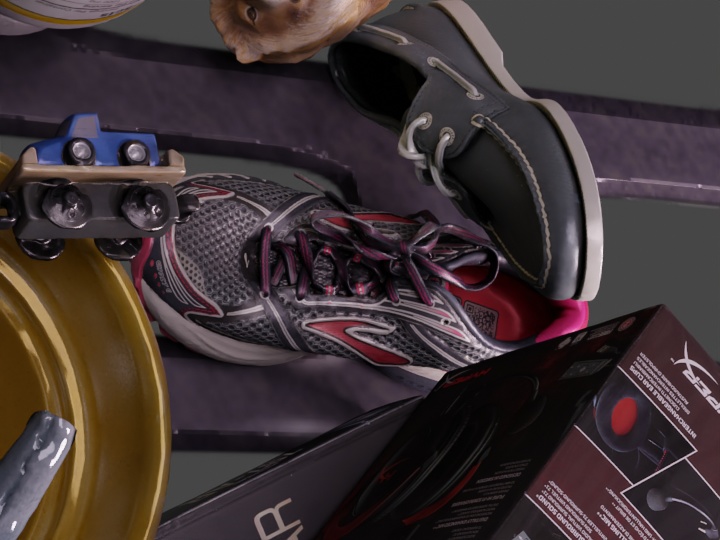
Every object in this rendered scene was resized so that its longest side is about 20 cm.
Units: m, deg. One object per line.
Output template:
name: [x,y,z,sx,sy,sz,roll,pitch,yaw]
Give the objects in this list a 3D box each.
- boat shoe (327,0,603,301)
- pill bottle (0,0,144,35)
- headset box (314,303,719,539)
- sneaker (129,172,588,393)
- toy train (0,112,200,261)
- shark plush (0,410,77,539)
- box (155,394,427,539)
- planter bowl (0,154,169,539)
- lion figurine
boat shoe: [0.040,-0.048,0.855,0.062,0.200,0.073,-7,126,-16]
pill bottle: [-0.097,-0.155,0.769,0.112,0.200,0.113,8,75,-30]
headset box: [0.039,0.117,0.763,0.075,0.149,0.200,48,60,-12]
sneaker: [0.000,0.000,0.864,0.200,0.075,0.081,10,73,-28]
toy train: [-0.145,-0.030,0.668,0.200,0.034,0.046,1,64,-30]
shark plush: [-0.134,0.135,0.600,0.200,0.083,0.091,-48,124,-20]
box: [-0.005,0.171,0.838,0.160,0.044,0.200,-23,91,-33]
planter bowl: [-0.172,0.055,0.706,0.200,0.083,0.200,8,74,-29]
lion figurine: [-0.011,-0.185,0.903,0.072,0.122,0.200,43,36,-54]
